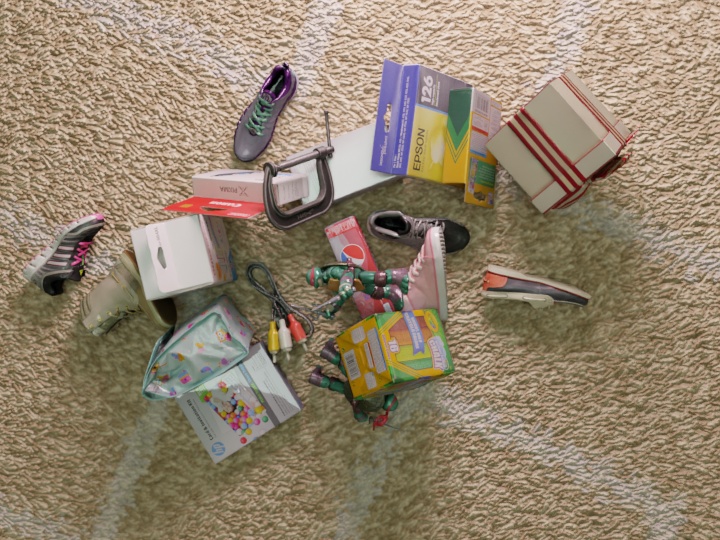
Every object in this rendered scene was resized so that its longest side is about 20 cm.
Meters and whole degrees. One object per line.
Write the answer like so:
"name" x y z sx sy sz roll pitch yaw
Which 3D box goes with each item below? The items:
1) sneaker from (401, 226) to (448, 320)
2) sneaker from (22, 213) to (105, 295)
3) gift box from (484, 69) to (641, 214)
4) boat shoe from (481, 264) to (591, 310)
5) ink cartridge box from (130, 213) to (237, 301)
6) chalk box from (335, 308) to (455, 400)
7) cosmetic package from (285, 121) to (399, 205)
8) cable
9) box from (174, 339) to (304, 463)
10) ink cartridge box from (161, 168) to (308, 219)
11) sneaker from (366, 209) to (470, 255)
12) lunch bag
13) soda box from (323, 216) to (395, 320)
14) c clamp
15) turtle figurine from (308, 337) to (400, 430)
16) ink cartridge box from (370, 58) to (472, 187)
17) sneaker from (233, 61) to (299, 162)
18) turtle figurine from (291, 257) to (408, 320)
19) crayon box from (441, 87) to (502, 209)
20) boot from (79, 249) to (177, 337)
"sneaker" 0.107 0.012 1.242 0.104 0.076 0.201 0 128 10
"sneaker" -0.553 -0.026 1.302 0.200 0.074 0.088 -41 89 8
"gift box" 0.365 -0.229 1.191 0.187 0.200 0.185 50 132 3
"boat shoe" 0.327 0.042 1.267 0.199 0.071 0.063 14 98 4
"ink cartridge box" -0.318 -0.024 1.227 0.125 0.200 0.129 -14 91 3
"chalk box" 0.080 0.147 1.219 0.199 0.124 0.125 -3 69 -40
"cosmetic package" -0.027 -0.193 1.272 0.199 0.081 0.113 -19 91 2
"cable" -0.154 0.071 1.297 0.097 0.050 0.201 -20 91 -1
"box" -0.235 0.253 1.311 0.200 0.041 0.156 -32 90 4
"ink cartridge box" -0.222 -0.140 1.199 0.199 0.176 0.045 8 111 29
"sneaker" 0.107 -0.070 1.250 0.199 0.115 0.075 8 92 2
"lunch bag" -0.305 0.148 1.245 0.200 0.170 0.122 -36 100 3
"soda box" 0.000 0.000 1.279 0.063 0.070 0.201 -22 91 5
"c clamp" -0.105 -0.166 1.166 0.027 0.200 0.172 6 120 37
"turtle figurine" 0.007 0.217 1.275 0.199 0.101 0.150 28 93 7
"ink cartridge box" 0.116 -0.262 1.224 0.199 0.047 0.199 4 94 -42
"sneaker" -0.188 -0.301 1.270 0.074 0.088 0.201 28 92 1
"turtle figurine" -0.021 0.029 1.180 0.199 0.150 0.101 1 76 -5
"crayon box" 0.204 -0.218 1.235 0.051 0.126 0.201 5 91 35
"boot" -0.442 0.076 1.275 0.155 0.072 0.200 -44 60 5
